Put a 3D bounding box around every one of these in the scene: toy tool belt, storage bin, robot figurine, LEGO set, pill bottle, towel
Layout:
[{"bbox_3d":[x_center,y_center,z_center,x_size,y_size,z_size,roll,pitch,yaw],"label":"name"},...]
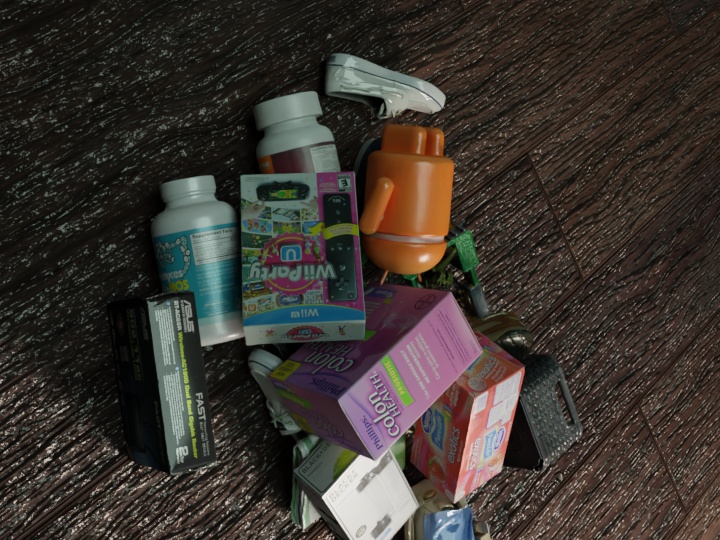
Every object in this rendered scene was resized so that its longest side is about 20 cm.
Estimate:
[{"bbox_3d":[0.135,0.404,1.342,0.124,0.122,0.203,-23,99,-33],"label":"toy tool belt"},{"bbox_3d":[0.210,0.205,1.362,0.093,0.199,0.137,-27,101,-32],"label":"storage bin"},{"bbox_3d":[0.059,-0.084,1.193,0.114,0.144,0.204,4,99,2],"label":"robot figurine"},{"bbox_3d":[0.104,0.012,1.379,0.153,0.116,0.202,-36,120,-11],"label":"LEGO set"},{"bbox_3d":[-0.198,-0.012,1.153,0.109,0.110,0.204,-12,92,-34],"label":"pill bottle"},{"bbox_3d":[-0.008,0.257,1.268,0.198,0.031,0.152,-20,129,-35],"label":"towel"},{"bbox_3d":[-0.079,-0.129,1.245,0.108,0.109,0.204,-17,96,-34],"label":"pill bottle"}]

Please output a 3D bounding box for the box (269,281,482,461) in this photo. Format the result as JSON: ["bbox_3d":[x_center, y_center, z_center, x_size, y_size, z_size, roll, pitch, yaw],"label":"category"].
[{"bbox_3d":[0.017,0.117,1.154,0.200,0.175,0.097,-42,114,-23],"label":"box"}]

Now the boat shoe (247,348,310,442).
[{"bbox_3d":[-0.086,0.189,1.235,0.200,0.073,0.067,47,62,-23],"label":"boat shoe"}]

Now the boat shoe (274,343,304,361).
[{"bbox_3d":[-0.065,0.118,1.244,0.201,0.071,0.068,56,19,-15],"label":"boat shoe"}]

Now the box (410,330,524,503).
[{"bbox_3d":[0.143,0.199,1.259,0.102,0.094,0.203,-23,134,-33],"label":"box"}]

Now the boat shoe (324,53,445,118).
[{"bbox_3d":[0.036,-0.257,1.359,0.197,0.072,0.067,15,82,-32],"label":"boat shoe"}]

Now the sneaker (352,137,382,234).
[{"bbox_3d":[0.034,-0.103,1.301,0.076,0.145,0.206,24,75,-32],"label":"sneaker"}]

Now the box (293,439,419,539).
[{"bbox_3d":[-0.002,0.292,1.233,0.117,0.060,0.202,-43,138,-19],"label":"box"}]

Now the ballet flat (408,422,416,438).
[{"bbox_3d":[0.035,0.183,1.332,0.199,0.069,0.070,38,66,-27],"label":"ballet flat"}]

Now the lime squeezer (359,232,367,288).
[{"bbox_3d":[0.000,0.000,1.280,0.037,0.070,0.204,0,97,-22],"label":"lime squeezer"}]

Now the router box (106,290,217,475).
[{"bbox_3d":[-0.237,0.129,1.091,0.061,0.149,0.204,-9,91,-33],"label":"router box"}]

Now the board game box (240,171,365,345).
[{"bbox_3d":[-0.071,-0.016,1.123,0.144,0.065,0.204,-3,66,-4],"label":"board game box"}]

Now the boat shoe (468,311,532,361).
[{"bbox_3d":[0.144,0.111,1.324,0.196,0.074,0.076,-14,131,-1],"label":"boat shoe"}]
